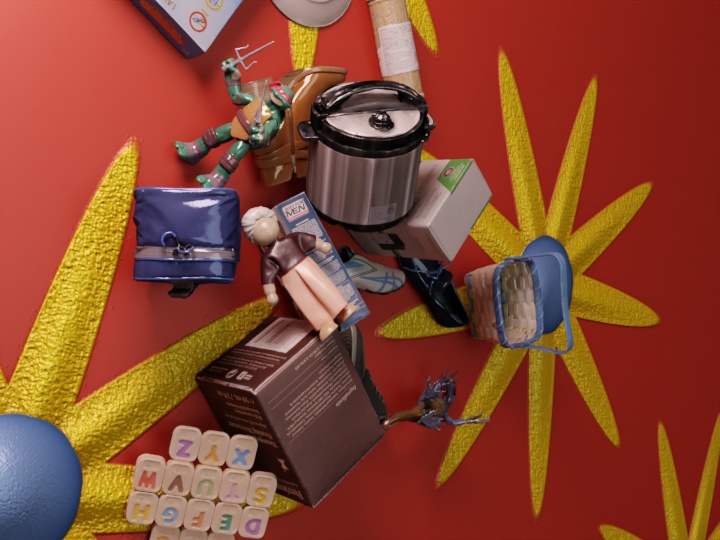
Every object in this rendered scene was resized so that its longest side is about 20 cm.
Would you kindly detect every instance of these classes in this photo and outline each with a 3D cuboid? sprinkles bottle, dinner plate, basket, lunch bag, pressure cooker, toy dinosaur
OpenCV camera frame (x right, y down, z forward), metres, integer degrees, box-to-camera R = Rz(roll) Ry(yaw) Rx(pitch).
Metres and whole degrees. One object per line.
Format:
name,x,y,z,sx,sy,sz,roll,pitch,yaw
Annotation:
sprinkles bottle,0.057,-0.379,1.395,0.067,0.068,0.205,-22,106,-37
dinner plate,-0.077,-0.484,1.307,0.197,0.024,0.205,-3,95,-40
basket,0.292,0.055,1.526,0.137,0.198,0.181,-12,101,-38
lunch bag,-0.221,-0.033,1.079,0.132,0.200,0.136,0,91,-7
pressure cooker,0.010,-0.182,1.224,0.176,0.176,0.203,-48,154,-44
toy dinosaur,0.123,0.226,1.463,0.195,0.182,0.108,-9,80,1

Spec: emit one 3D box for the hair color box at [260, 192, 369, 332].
hair color box,-0.075,0.000,1.236,0.060,0.100,0.203,-27,88,-34

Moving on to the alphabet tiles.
alphabet tiles,-0.217,0.312,1.155,0.196,0.015,0.200,12,104,-17

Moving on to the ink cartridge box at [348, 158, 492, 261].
ink cartridge box,0.090,-0.099,1.350,0.148,0.198,0.083,-55,126,-23

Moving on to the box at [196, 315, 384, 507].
box,-0.100,0.196,1.219,0.164,0.164,0.203,-38,114,-33

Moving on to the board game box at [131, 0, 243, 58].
board game box,-0.240,-0.435,1.145,0.200,0.055,0.198,45,64,-31

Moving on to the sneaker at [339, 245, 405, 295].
sneaker,0.000,0.000,1.359,0.197,0.071,0.074,4,96,-42

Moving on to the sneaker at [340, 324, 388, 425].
sneaker,-0.006,0.177,1.368,0.105,0.074,0.205,-5,104,-44

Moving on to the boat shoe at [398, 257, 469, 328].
boat shoe,0.138,0.015,1.479,0.201,0.068,0.085,52,61,-29

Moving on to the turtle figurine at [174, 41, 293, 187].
turtle figurine,-0.156,-0.203,1.144,0.200,0.150,0.100,-43,139,9

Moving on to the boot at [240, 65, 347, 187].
boot,-0.092,-0.222,1.277,0.197,0.073,0.158,-22,107,-29

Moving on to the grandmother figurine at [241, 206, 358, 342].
grandmother figurine,-0.088,-0.006,1.147,0.201,0.061,0.121,49,57,3
